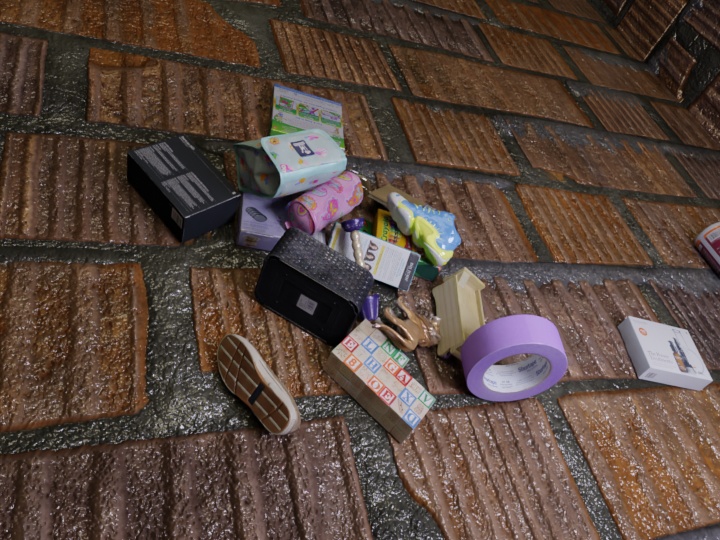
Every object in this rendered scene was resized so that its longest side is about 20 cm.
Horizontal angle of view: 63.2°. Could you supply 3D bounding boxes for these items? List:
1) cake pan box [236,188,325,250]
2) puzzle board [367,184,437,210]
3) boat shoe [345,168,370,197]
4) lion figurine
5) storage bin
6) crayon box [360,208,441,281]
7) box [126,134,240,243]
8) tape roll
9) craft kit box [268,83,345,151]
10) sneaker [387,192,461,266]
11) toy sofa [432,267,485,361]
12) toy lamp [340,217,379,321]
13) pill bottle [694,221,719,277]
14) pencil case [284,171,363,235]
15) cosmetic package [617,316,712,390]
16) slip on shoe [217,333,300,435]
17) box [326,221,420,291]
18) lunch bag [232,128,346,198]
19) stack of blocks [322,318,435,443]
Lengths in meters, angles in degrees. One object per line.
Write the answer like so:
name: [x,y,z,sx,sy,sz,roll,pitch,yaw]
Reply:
cake pan box: [-0.167,-0.121,1.270,0.194,0.053,0.188,9,50,-20]
puzzle board: [0.126,-0.149,1.424,0.196,0.018,0.150,30,24,12]
boat shoe: [-0.075,-0.209,1.388,0.193,0.075,0.065,8,21,-10]
lion figurine: [0.093,0.120,1.143,0.123,0.073,0.199,48,26,6]
storage bin: [-0.088,0.033,1.109,0.196,0.137,0.095,30,43,2]
crayon box: [0.091,-0.064,1.350,0.194,0.051,0.129,17,46,-12]
box: [-0.361,-0.171,1.193,0.200,0.080,0.140,45,49,16]
tape roll: [0.295,0.174,1.135,0.194,0.202,0.067,10,45,-18]
craft kit box: [-0.140,-0.387,1.525,0.194,0.049,0.201,12,45,-17]
sneaker: [0.148,-0.110,1.313,0.104,0.076,0.202,-36,83,-15]
toy sofa: [0.220,0.105,1.257,0.082,0.097,0.204,34,38,-31]
toy lamp: [0.000,0.000,1.187,0.057,0.058,0.207,-10,87,-33]
pill bottle: [1.154,-0.041,1.830,0.111,0.115,0.204,-1,52,-27]
pencil case: [-0.075,-0.142,1.245,0.087,0.088,0.199,39,45,11]
cosmetic package: [0.753,0.205,1.453,0.194,0.052,0.154,12,44,-17]
slip on shoe: [-0.169,0.191,0.988,0.199,0.077,0.060,42,6,24]
box: [0.023,-0.031,1.256,0.195,0.085,0.049,21,7,-9]
lunch bag: [-0.143,-0.216,1.190,0.167,0.126,0.198,-18,21,-34]
stack of blocks: [0.041,0.201,1.083,0.199,0.059,0.115,42,45,12]
